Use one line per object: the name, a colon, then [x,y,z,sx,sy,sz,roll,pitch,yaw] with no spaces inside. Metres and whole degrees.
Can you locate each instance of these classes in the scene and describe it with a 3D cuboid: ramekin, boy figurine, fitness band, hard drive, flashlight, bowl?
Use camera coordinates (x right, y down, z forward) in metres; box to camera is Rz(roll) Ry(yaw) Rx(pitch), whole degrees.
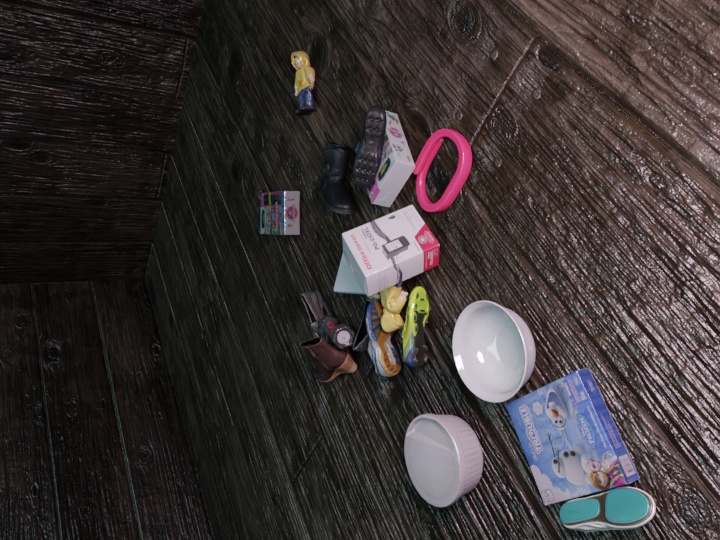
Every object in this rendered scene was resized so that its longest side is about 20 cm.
ramekin: [0.196,0.427,1.320,0.201,0.093,0.207,7,98,56]
boy figurine: [-0.183,-0.612,1.852,0.124,0.063,0.204,-2,93,59]
fitness band: [0.189,-0.233,1.347,0.145,0.037,0.202,57,137,33]
hard drive: [0.000,0.000,1.613,0.199,0.026,0.134,0,73,56]
flashlight: [-0.074,0.175,1.704,0.200,0.067,0.069,-150,71,-72]
bowl: [0.287,0.161,1.171,0.200,0.089,0.205,4,95,55]
boy figurine: [0.089,0.061,1.468,0.124,0.063,0.204,-155,65,-67]

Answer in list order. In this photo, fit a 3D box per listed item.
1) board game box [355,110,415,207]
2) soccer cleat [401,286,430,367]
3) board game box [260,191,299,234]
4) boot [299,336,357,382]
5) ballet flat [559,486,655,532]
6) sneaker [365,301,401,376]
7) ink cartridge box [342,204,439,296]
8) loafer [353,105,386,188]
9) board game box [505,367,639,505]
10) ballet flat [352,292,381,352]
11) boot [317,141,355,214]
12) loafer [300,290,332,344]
board game box: [0.061,-0.290,1.478,0.148,0.063,0.202,-55,37,42]
soccer cleat: [0.129,0.140,1.427,0.083,0.064,0.204,9,100,53]
board game box: [-0.284,-0.202,2.014,0.199,0.063,0.151,7,98,55]
boot: [-0.120,0.260,1.719,0.198,0.166,0.073,-21,38,45]
ballet flat: [0.437,0.421,0.991,0.200,0.068,0.071,-42,59,51]
sneaker: [0.043,0.188,1.543,0.088,0.074,0.204,-23,77,57]
ink cartridge box: [0.070,-0.050,1.376,0.084,0.197,0.146,83,160,-55]
loafer: [0.028,-0.304,1.420,0.067,0.070,0.204,15,112,8]
board game box: [0.386,0.315,1.073,0.199,0.043,0.203,-47,55,48]
ballet flat: [0.023,0.139,1.592,0.066,0.056,0.204,32,118,49]
boot: [-0.063,-0.274,1.679,0.200,0.075,0.171,49,134,51]
loafer: [-0.146,0.161,1.840,0.072,0.062,0.203,-43,57,48]
